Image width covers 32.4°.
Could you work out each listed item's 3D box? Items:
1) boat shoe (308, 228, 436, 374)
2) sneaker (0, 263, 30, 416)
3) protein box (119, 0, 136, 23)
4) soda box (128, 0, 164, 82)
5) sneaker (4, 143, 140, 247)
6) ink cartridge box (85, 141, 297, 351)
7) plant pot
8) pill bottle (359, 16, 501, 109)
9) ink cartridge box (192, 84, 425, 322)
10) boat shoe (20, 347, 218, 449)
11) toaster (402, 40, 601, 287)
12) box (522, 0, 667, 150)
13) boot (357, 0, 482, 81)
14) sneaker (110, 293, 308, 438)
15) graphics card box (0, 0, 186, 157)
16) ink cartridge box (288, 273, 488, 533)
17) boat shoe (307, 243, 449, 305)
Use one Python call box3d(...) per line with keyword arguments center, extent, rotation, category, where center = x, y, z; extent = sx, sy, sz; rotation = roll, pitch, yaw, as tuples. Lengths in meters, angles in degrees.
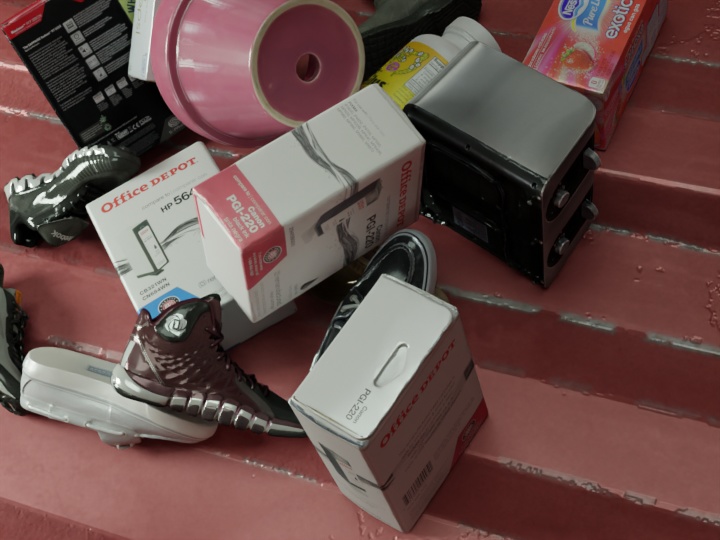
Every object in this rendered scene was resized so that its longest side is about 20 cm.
box3d(center=(0.004, 0.052, 1.159), extent=(0.072, 0.068, 0.201), rotation=(33, 99, 23), category="boat shoe")
box3d(center=(-0.378, 0.064, 1.286), extent=(0.079, 0.074, 0.200), rotation=(-28, 57, -11), category="sneaker")
box3d(center=(-0.213, -0.384, 1.423), extent=(0.199, 0.200, 0.135), rotation=(-7, 14, 8), category="protein box")
box3d(center=(-0.197, -0.300, 1.319), extent=(0.068, 0.201, 0.064), rotation=(2, 13, -30), category="soda box")
box3d(center=(-0.311, -0.073, 1.336), extent=(0.199, 0.066, 0.091), rotation=(-16, 65, 33), category="sneaker")
box3d(center=(-0.177, -0.014, 1.279), extent=(0.146, 0.084, 0.200), rotation=(-30, 58, -6), category="ink cartridge box")
box3d(center=(-0.092, -0.219, 1.260), extent=(0.200, 0.200, 0.179), rotation=(-44, 30, -14), category="plant pot")
box3d(center=(0.059, -0.179, 1.313), extent=(0.200, 0.104, 0.104), rotation=(-43, 60, -15), category="pill bottle")
box3d(center=(-0.043, -0.061, 1.141), extent=(0.200, 0.146, 0.085), rotation=(-34, 67, -17), category="ink cartridge box")
box3d(center=(-0.239, 0.138, 1.211), extent=(0.199, 0.069, 0.072), rotation=(16, 18, -3), category="boat shoe")
box3d(center=(0.134, -0.104, 1.209), extent=(0.200, 0.181, 0.119), rotation=(33, 68, 26), category="toaster")
box3d(center=(0.250, -0.243, 1.311), extent=(0.094, 0.103, 0.201), rotation=(18, 66, 22), category="box")
box3d(center=(0.030, -0.300, 1.424), extent=(0.199, 0.068, 0.131), rotation=(-29, 53, -14), category="boot")
box3d(center=(-0.125, 0.085, 1.162), extent=(0.199, 0.076, 0.116), rotation=(17, 84, -12), category="sneaker")
box3d(center=(-0.290, -0.216, 1.366), extent=(0.125, 0.201, 0.051), rotation=(-35, 21, -9), category="graphics card box")
box3d(center=(0.031, 0.120, 1.082), extent=(0.085, 0.200, 0.146), rotation=(27, 68, 26), category="ink cartridge box")
box3d(center=(0.000, 0.000, 1.248), extent=(0.199, 0.072, 0.065), rotation=(31, 30, 27), category="boat shoe")
